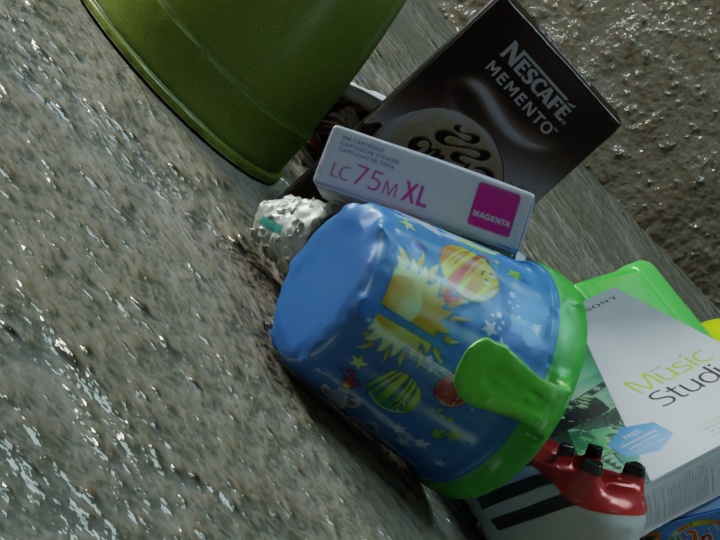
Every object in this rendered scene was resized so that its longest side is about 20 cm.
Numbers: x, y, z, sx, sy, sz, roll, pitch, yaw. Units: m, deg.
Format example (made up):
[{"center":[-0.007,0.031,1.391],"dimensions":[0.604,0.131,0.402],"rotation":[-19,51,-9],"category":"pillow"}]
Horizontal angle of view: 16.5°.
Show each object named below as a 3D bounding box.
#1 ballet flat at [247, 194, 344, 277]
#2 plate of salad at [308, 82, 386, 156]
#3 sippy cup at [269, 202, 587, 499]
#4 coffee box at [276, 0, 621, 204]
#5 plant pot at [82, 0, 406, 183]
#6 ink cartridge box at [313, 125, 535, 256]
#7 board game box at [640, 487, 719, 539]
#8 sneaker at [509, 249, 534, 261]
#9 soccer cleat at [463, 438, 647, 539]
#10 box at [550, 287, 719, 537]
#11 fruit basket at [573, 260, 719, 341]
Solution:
[{"center":[0.000,0.000,1.476],"dimensions":[0.200,0.072,0.072],"rotation":[37,15,-54],"category":"ballet flat"},{"center":[0.016,-0.074,1.763],"dimensions":[0.199,0.048,0.200],"rotation":[33,-13,9],"category":"plate of salad"},{"center":[0.029,0.033,1.308],"dimensions":[0.130,0.177,0.140],"rotation":[30,54,-28],"category":"sippy cup"},{"center":[0.055,-0.070,1.564],"dimensions":[0.113,0.200,0.080],"rotation":[47,10,-3],"category":"coffee box"},{"center":[-0.053,-0.195,1.604],"dimensions":[0.200,0.193,0.200],"rotation":[46,10,-10],"category":"plant pot"},{"center":[0.036,-0.042,1.434],"dimensions":[0.119,0.042,0.200],"rotation":[19,-3,1],"category":"ink cartridge box"},{"center":[0.189,0.120,1.457],"dimensions":[0.151,0.199,0.037],"rotation":[-107,-177,-66],"category":"board game box"},{"center":[0.091,0.032,1.661],"dimensions":[0.075,0.084,0.200],"rotation":[40,13,-38],"category":"sneaker"},{"center":[0.084,0.122,1.373],"dimensions":[0.068,0.086,0.200],"rotation":[9,9,-36],"category":"soccer cleat"},{"center":[0.155,0.079,1.463],"dimensions":[0.200,0.144,0.037],"rotation":[29,-44,53],"category":"box"},{"center":[0.231,0.097,1.792],"dimensions":[0.215,0.156,0.216],"rotation":[32,24,-16],"category":"fruit basket"}]
